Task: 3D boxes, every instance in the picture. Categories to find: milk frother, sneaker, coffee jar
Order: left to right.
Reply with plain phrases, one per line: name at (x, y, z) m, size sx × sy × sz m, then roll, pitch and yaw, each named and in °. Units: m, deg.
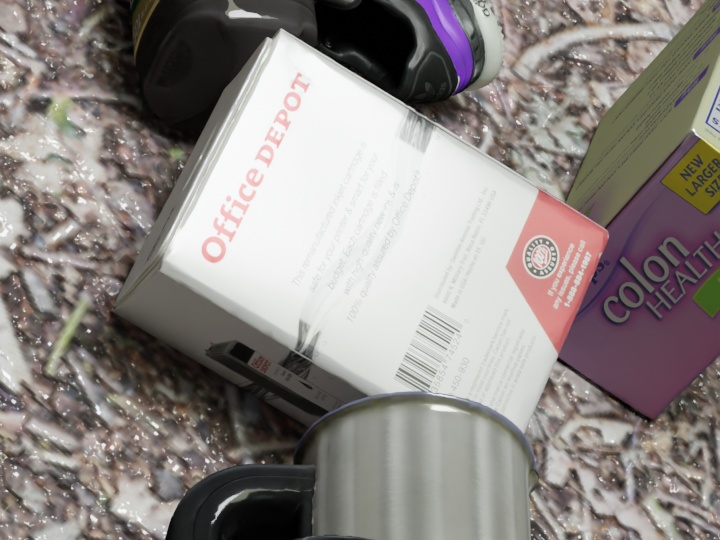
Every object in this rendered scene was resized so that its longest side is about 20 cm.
coffee jar at (-0.083, -0.174, 1.533) m, size 0.085 × 0.104 × 0.200 m, roll 5°, pitch 52°, yaw -25°
sneaker at (-0.011, -0.172, 1.611) m, size 0.099 × 0.070 × 0.200 m, roll -29°, pitch 74°, yaw -44°
milk frother at (0.016, 0.130, 1.277) m, size 0.180 × 0.200 × 0.189 m, roll 17°, pitch 46°, yaw -20°

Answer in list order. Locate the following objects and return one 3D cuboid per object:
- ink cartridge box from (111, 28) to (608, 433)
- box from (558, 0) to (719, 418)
ink cartridge box at (0.000, 0.000, 1.431) m, size 0.200 × 0.083 × 0.147 m, roll 31°, pitch 64°, yaw -11°
box at (0.191, -0.053, 1.579) m, size 0.097 × 0.176 × 0.200 m, roll 35°, pitch 41°, yaw -6°
